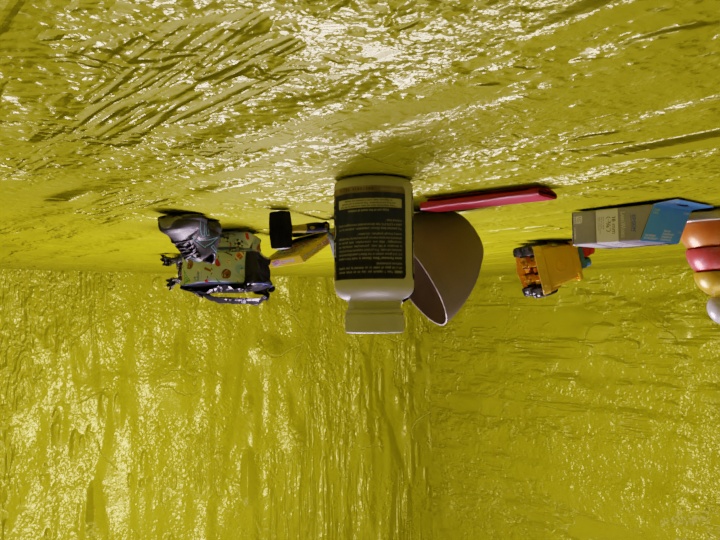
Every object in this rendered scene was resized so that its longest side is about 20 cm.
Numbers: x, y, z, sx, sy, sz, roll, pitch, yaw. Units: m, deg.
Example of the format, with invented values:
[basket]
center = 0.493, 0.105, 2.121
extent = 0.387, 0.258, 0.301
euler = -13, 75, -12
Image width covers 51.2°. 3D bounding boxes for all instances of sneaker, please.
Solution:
[sneaker]
center = -0.305, -0.058, 1.372
extent = 0.074, 0.081, 0.200
euler = -1, 175, 15

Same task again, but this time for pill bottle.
[pill bottle]
center = 0.018, -0.019, 1.013
extent = 0.108, 0.205, 0.111
euler = -1, 177, 0

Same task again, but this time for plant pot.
[plant pot]
center = 0.139, -0.026, 1.322
extent = 0.133, 0.202, 0.200
euler = -35, -175, -13

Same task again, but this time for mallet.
[mallet]
center = -0.106, -0.067, 1.366
extent = 0.040, 0.068, 0.199
euler = 0, 178, 24

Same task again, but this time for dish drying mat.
[dish drying mat]
center = 0.191, -0.108, 1.139
extent = 0.197, 0.019, 0.076
euler = -4, 176, 36

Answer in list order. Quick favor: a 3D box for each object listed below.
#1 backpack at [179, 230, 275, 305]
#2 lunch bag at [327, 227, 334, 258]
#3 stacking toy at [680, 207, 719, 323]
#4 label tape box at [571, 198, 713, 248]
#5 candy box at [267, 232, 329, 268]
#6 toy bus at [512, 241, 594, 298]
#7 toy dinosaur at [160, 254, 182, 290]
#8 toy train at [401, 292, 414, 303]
[backpack]
center = -0.296, -0.008, 1.630
extent = 0.186, 0.158, 0.200
euler = -8, 169, 5
[lunch bag]
center = 0.000, 0.000, 1.393
extent = 0.074, 0.163, 0.200
euler = -17, -161, -8
[stacking toy]
center = 0.649, -0.006, 1.366
extent = 0.142, 0.205, 0.146
euler = 0, 176, 0
[label tape box]
center = 0.494, -0.077, 1.320
extent = 0.142, 0.065, 0.198
euler = 1, 177, -41
[candy box]
center = -0.136, -0.046, 1.673
extent = 0.102, 0.027, 0.199
euler = -40, -164, -26
[toy bus]
center = 0.511, -0.019, 1.968
extent = 0.188, 0.139, 0.200
euler = -17, 180, -4
[toy dinosaur]
center = -0.513, -0.016, 2.225
extent = 0.134, 0.104, 0.200
euler = -16, 167, -32
[toy train]
center = 0.038, -0.024, 1.279
extent = 0.046, 0.202, 0.034
euler = -40, -147, -21
